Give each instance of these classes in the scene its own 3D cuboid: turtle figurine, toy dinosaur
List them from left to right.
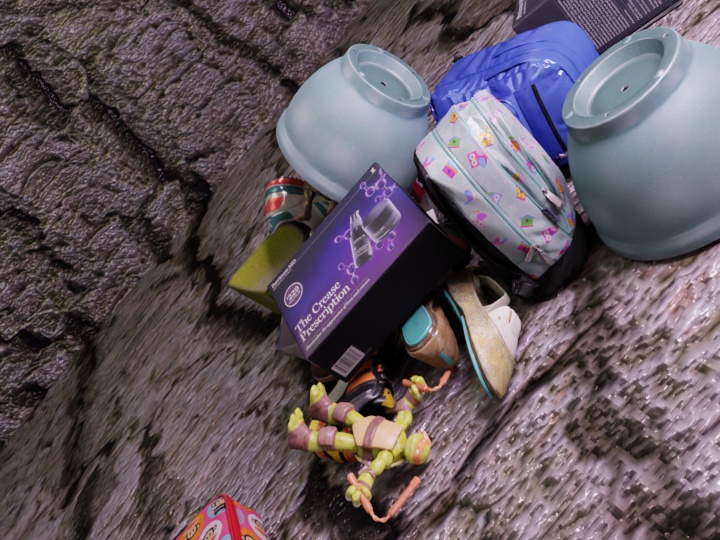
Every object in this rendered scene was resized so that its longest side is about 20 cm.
[{"bbox_3d":[-0.034,-0.134,0.965,0.084,0.199,0.140,2,91,24],"label":"toy dinosaur"},{"bbox_3d":[0.013,0.167,0.744,0.158,0.065,0.201,11,45,25],"label":"turtle figurine"}]

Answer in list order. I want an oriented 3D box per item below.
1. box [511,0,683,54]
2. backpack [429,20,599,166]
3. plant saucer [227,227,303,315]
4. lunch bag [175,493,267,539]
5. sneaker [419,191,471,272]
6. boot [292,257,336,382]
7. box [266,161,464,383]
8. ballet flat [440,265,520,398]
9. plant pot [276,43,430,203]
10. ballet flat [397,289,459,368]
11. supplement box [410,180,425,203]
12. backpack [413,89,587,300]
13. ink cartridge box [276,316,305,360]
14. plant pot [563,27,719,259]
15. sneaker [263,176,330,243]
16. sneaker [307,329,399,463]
[{"bbox_3d":[0.334,-0.410,1.013,0.195,0.123,0.203,-33,27,39],"label":"box"},{"bbox_3d":[0.201,-0.187,0.869,0.197,0.163,0.170,-13,39,41],"label":"backpack"},{"bbox_3d":[-0.100,-0.010,1.189,0.048,0.200,0.201,41,90,26],"label":"plant saucer"},{"bbox_3d":[-0.182,0.382,0.811,0.201,0.082,0.176,-51,26,2],"label":"lunch bag"},{"bbox_3d":[0.106,-0.059,0.900,0.201,0.069,0.100,-103,33,-77],"label":"sneaker"},{"bbox_3d":[-0.037,0.039,0.947,0.200,0.166,0.073,-44,26,10],"label":"boot"},{"bbox_3d":[0.000,0.000,0.812,0.201,0.078,0.142,-48,40,8],"label":"box"},{"bbox_3d":[0.133,0.053,0.747,0.071,0.070,0.201,-43,23,15],"label":"ballet flat"},{"bbox_3d":[0.007,-0.193,0.892,0.135,0.197,0.203,-56,14,37],"label":"plant pot"},{"bbox_3d":[0.075,0.054,0.835,0.068,0.072,0.201,-45,22,10],"label":"ballet flat"},{"bbox_3d":[0.038,-0.065,1.049,0.060,0.109,0.202,-1,53,56],"label":"supplement box"},{"bbox_3d":[0.146,-0.086,0.753,0.126,0.199,0.168,-43,22,11],"label":"backpack"},{"bbox_3d":[-0.064,0.022,1.096,0.116,0.066,0.203,107,-178,-48],"label":"ink cartridge box"},{"bbox_3d":[0.273,-0.133,0.661,0.199,0.134,0.202,-40,24,22],"label":"plant pot"},{"bbox_3d":[-0.053,-0.077,1.073,0.070,0.195,0.096,146,129,-62],"label":"sneaker"},{"bbox_3d":[0.017,0.137,0.843,0.089,0.070,0.203,1,54,44],"label":"sneaker"}]
